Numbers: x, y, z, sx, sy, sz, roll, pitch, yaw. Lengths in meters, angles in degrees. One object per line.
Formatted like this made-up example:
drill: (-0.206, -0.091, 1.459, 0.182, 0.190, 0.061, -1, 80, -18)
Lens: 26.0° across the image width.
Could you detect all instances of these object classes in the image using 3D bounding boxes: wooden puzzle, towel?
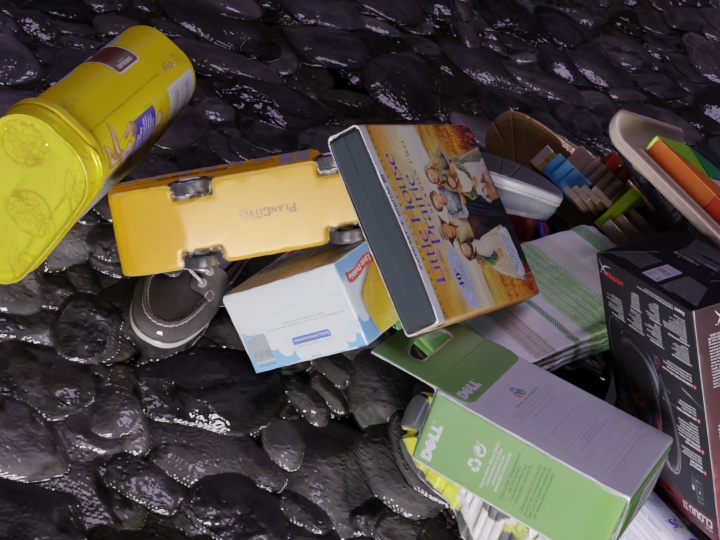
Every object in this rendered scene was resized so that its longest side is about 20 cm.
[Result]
wooden puzzle: (0.289, -0.045, 1.225, 0.201, 0.037, 0.185, 53, 21, 18)
towel: (0.135, 0.032, 1.229, 0.198, 0.031, 0.149, -20, 34, -19)

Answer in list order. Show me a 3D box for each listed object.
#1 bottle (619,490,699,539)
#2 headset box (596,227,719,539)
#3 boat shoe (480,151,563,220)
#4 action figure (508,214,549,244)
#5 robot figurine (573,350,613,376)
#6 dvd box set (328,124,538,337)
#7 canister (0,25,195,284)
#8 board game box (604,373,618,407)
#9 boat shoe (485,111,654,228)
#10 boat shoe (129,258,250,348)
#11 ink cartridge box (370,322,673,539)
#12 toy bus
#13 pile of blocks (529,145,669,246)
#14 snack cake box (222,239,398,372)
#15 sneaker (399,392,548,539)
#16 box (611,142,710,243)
bottle: (0.222, 0.217, 1.102, 0.200, 0.065, 0.083, 47, 7, 30)
headset box: (0.245, 0.089, 1.125, 0.074, 0.202, 0.149, -16, 19, -13)
boat shoe: (0.075, -0.070, 1.360, 0.200, 0.065, 0.074, 10, 17, 3)
action figure: (0.136, -0.007, 1.355, 0.065, 0.052, 0.201, 10, 35, -5)
robot figurine: (0.257, 0.052, 1.351, 0.198, 0.059, 0.146, 15, 34, -13)
dvd box set: (0.057, -0.035, 1.125, 0.200, 0.029, 0.148, -9, 75, -63)
canister: (-0.218, -0.094, 1.189, 0.086, 0.149, 0.200, 42, 33, -5)
board game box: (0.296, 0.123, 1.257, 0.198, 0.035, 0.127, 23, 65, -1)
boat shoe: (0.209, -0.081, 1.485, 0.200, 0.074, 0.069, 43, 14, 14)
boat shoe: (-0.121, -0.015, 1.219, 0.066, 0.057, 0.200, 28, 35, 5)
ink cartridge box: (0.103, 0.109, 1.066, 0.199, 0.060, 0.104, 29, 28, 17)
toy bus: (-0.082, -0.045, 1.145, 0.198, 0.066, 0.078, -10, 11, -3)
pile of blocks: (0.214, -0.072, 1.370, 0.082, 0.062, 0.200, 44, 5, -42)
snack cake box: (0.000, 0.000, 1.212, 0.200, 0.114, 0.068, -36, 105, -51)
sneaker: (0.108, 0.157, 1.115, 0.084, 0.075, 0.201, -3, 44, -34)
box: (0.296, -0.036, 1.328, 0.110, 0.035, 0.201, 27, 28, -42)
